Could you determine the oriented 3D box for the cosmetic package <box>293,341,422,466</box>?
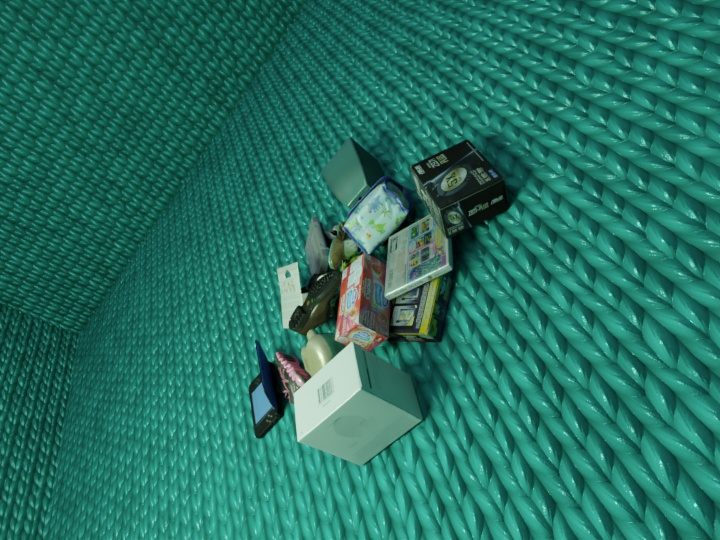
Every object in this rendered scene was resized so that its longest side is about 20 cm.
[{"bbox_3d":[-0.007,0.291,1.136,0.198,0.198,0.125,-41,36,21],"label":"cosmetic package"}]

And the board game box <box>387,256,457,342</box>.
[{"bbox_3d":[0.132,0.063,1.248,0.162,0.056,0.207,-6,61,46],"label":"board game box"}]

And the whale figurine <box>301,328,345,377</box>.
[{"bbox_3d":[-0.093,0.228,1.384,0.199,0.101,0.165,-24,84,65],"label":"whale figurine"}]

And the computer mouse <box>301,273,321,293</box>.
[{"bbox_3d":[-0.157,0.052,1.583,0.199,0.033,0.061,148,122,-61],"label":"computer mouse"}]

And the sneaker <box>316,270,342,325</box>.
[{"bbox_3d":[-0.087,0.081,1.477,0.091,0.074,0.202,62,144,29],"label":"sneaker"}]

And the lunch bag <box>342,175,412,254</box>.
[{"bbox_3d":[0.052,-0.155,1.433,0.170,0.128,0.200,-43,2,18],"label":"lunch bag"}]

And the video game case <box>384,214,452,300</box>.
[{"bbox_3d":[0.136,-0.043,1.252,0.178,0.024,0.205,-28,36,30],"label":"video game case"}]

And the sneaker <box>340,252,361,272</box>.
[{"bbox_3d":[0.000,0.000,1.440,0.075,0.083,0.200,-52,17,-2],"label":"sneaker"}]

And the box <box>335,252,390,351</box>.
[{"bbox_3d":[0.010,0.078,1.262,0.099,0.093,0.206,-38,35,42],"label":"box"}]

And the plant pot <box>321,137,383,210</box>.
[{"bbox_3d":[-0.007,-0.255,1.576,0.141,0.139,0.203,-43,42,20],"label":"plant pot"}]

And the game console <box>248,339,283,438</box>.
[{"bbox_3d":[-0.297,0.341,1.528,0.171,0.117,0.203,-46,37,17],"label":"game console"}]

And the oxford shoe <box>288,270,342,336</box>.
[{"bbox_3d":[-0.104,0.088,1.407,0.202,0.083,0.073,-51,31,12],"label":"oxford shoe"}]

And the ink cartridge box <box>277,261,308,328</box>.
[{"bbox_3d":[-0.187,0.075,1.537,0.198,0.043,0.184,169,96,-64],"label":"ink cartridge box"}]

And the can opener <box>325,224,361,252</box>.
[{"bbox_3d":[-0.041,-0.087,1.577,0.062,0.081,0.197,-30,26,-31],"label":"can opener"}]

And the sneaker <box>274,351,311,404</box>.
[{"bbox_3d":[-0.201,0.302,1.485,0.199,0.077,0.098,37,105,56],"label":"sneaker"}]

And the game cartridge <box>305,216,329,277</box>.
[{"bbox_3d":[-0.131,-0.056,1.627,0.203,0.037,0.133,-110,33,-48],"label":"game cartridge"}]

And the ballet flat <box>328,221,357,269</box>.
[{"bbox_3d":[-0.038,-0.074,1.451,0.069,0.070,0.202,-7,30,13],"label":"ballet flat"}]

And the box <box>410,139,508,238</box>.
[{"bbox_3d":[0.225,-0.195,1.235,0.159,0.088,0.203,-24,42,1],"label":"box"}]
